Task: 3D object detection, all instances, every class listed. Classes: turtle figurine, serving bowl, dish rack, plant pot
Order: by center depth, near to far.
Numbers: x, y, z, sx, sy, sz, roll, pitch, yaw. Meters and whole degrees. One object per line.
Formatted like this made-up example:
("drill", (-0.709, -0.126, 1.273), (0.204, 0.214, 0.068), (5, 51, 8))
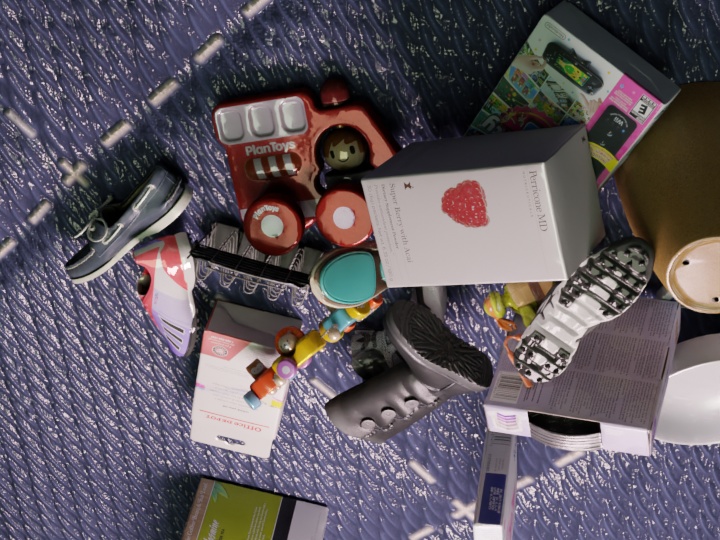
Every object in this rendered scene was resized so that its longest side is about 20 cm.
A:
("plant pot", (0.347, -0.058, 1.196), (0.185, 0.201, 0.187), (6, 128, 7))
("turtle figurine", (0.203, 0.023, 1.332), (0.160, 0.201, 0.064), (-25, 150, 9))
("dish rack", (-0.115, -0.004, 1.340), (0.152, 0.200, 0.055), (14, 103, 0))
("serving bowl", (0.415, 0.130, 1.405), (0.198, 0.066, 0.201), (-1, 145, -1))

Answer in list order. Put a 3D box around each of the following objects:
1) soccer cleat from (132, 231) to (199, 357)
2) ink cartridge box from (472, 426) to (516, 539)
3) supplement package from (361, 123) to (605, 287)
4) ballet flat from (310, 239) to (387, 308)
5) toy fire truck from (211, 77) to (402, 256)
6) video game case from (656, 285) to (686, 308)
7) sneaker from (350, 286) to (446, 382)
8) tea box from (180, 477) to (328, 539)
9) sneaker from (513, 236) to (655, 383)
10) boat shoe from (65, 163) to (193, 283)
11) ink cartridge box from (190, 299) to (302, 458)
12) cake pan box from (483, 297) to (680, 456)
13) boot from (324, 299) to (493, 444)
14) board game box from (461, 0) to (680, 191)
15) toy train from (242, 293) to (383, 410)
("soccer cleat", (-0.235, 0.034, 1.449), (0.073, 0.069, 0.201), (-10, 141, -15))
("ink cartridge box", (0.176, 0.315, 1.531), (0.043, 0.197, 0.201), (1, 129, 12))
("supplement package", (0.123, -0.063, 1.187), (0.199, 0.120, 0.122), (-3, 111, 32))
("ballet flat", (0.000, 0.000, 1.328), (0.062, 0.199, 0.068), (4, 101, 41))
("toy fire truck", (-0.053, -0.117, 1.296), (0.198, 0.112, 0.169), (-7, 108, 15))
("video game case", (0.435, 0.031, 1.311), (0.198, 0.018, 0.143), (7, 170, 6))
("sneaker", (0.044, 0.078, 1.443), (0.113, 0.076, 0.201), (4, 132, 4))
("tea box", (-0.163, 0.430, 1.731), (0.195, 0.134, 0.201), (13, 130, 1))
("sneaker", (0.227, 0.024, 1.213), (0.066, 0.091, 0.200), (34, 127, -2))
("boat shoe", (-0.284, -0.054, 1.403), (0.199, 0.075, 0.062), (-32, 119, 29))
("ink cartridge box", (-0.150, 0.143, 1.541), (0.116, 0.068, 0.201), (15, 128, -1))
("cake pan box", (0.248, 0.107, 1.326), (0.183, 0.201, 0.053), (4, 135, 23))
("boot", (0.030, 0.125, 1.404), (0.165, 0.066, 0.199), (38, 135, -25))
("board game box", (0.201, -0.145, 1.214), (0.147, 0.064, 0.200), (39, 129, 8))
("toy train", (-0.064, 0.078, 1.405), (0.056, 0.200, 0.150), (50, 170, 2))
